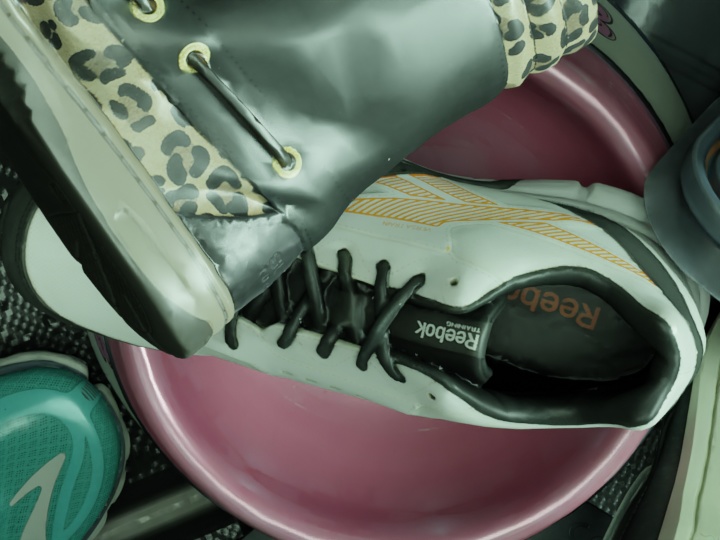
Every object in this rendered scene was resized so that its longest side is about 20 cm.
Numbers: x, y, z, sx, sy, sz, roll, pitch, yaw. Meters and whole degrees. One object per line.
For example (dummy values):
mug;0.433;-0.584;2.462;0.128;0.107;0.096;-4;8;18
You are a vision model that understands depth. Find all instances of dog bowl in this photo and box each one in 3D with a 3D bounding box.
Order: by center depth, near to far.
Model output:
dog bowl;0.011;-0.001;0.861;0.199;0.074;0.201;-1;105;-2

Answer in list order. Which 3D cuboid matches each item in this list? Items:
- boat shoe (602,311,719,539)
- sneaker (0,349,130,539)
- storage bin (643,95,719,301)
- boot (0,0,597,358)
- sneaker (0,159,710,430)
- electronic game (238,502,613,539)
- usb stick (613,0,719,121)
boat shoe;0.112;0.066;0.895;0.072;0.068;0.200;37;54;-13
sneaker;-0.155;0.102;0.905;0.200;0.080;0.078;-37;100;1
storage bin;0.195;-0.053;0.818;0.145;0.200;0.134;39;126;7
boot;-0.040;-0.097;0.732;0.150;0.073;0.200;-32;100;-14
sneaker;0.000;0.000;0.783;0.199;0.080;0.074;6;107;-2
electronic game;0.026;0.163;0.946;0.199;0.042;0.201;0;93;2
usb stick;0.075;-0.032;0.923;0.055;0.033;0.200;24;97;-26
